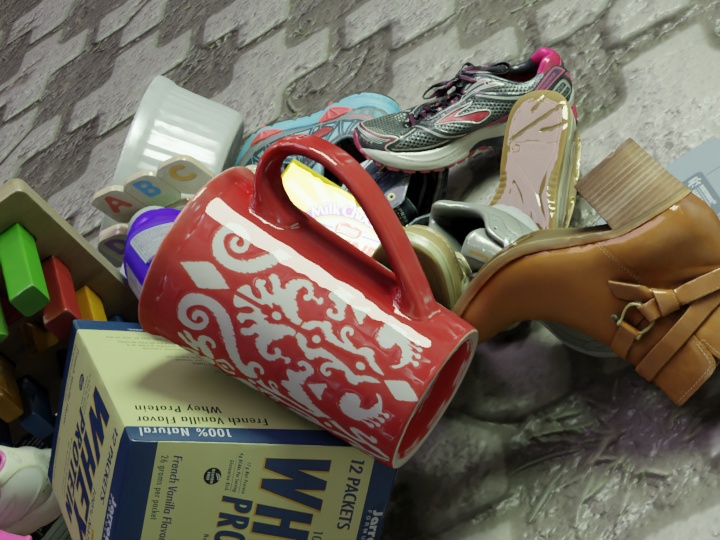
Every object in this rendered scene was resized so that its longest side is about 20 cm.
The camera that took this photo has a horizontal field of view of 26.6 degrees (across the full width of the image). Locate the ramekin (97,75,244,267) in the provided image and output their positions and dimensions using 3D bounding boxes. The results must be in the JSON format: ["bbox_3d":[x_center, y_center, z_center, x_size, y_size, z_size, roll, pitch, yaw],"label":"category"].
[{"bbox_3d":[-0.187,-0.087,1.536,0.200,0.097,0.201,-163,90,-89],"label":"ramekin"}]

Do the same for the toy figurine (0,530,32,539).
[{"bbox_3d":[-0.246,0.257,1.160,0.150,0.184,0.200,-43,30,-3],"label":"toy figurine"}]

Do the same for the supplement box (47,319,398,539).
[{"bbox_3d":[-0.105,0.140,1.106,0.200,0.199,0.135,-135,53,-59],"label":"supplement box"}]

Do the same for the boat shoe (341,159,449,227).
[{"bbox_3d":[0.007,-0.034,1.359,0.091,0.071,0.201,-14,38,44],"label":"boat shoe"}]

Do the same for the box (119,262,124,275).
[{"bbox_3d":[-0.148,0.064,1.328,0.176,0.096,0.201,8,75,55],"label":"box"}]

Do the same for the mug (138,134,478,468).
[{"bbox_3d":[-0.030,0.024,1.009,0.199,0.178,0.134,32,58,15],"label":"mug"}]

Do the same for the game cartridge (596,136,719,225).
[{"bbox_3d":[0.254,-0.016,1.098,0.133,0.040,0.200,-37,31,14],"label":"game cartridge"}]

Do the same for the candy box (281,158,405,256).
[{"bbox_3d":[0.000,0.000,1.237,0.102,0.199,0.026,-55,-9,-25],"label":"candy box"}]

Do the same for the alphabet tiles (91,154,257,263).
[{"bbox_3d":[-0.144,-0.038,1.420,0.199,0.195,0.015,-21,52,30],"label":"alphabet tiles"}]

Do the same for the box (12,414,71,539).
[{"bbox_3d":[-0.315,0.174,1.367,0.200,0.122,0.106,24,68,43],"label":"box"}]

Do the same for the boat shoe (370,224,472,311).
[{"bbox_3d":[0.050,0.015,1.113,0.073,0.201,0.063,23,66,19],"label":"boat shoe"}]

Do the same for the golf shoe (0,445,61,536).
[{"bbox_3d":[-0.325,0.199,1.209,0.200,0.091,0.075,-38,58,10],"label":"golf shoe"}]

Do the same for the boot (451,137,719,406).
[{"bbox_3d":[0.164,0.029,1.017,0.200,0.155,0.077,-42,-5,21],"label":"boot"}]

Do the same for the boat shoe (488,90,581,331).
[{"bbox_3d":[0.140,-0.041,1.223,0.073,0.069,0.201,11,78,32],"label":"boat shoe"}]

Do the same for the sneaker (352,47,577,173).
[{"bbox_3d":[0.089,-0.144,1.347,0.199,0.075,0.081,-15,33,0],"label":"sneaker"}]

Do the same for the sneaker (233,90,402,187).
[{"bbox_3d":[-0.051,-0.106,1.512,0.199,0.079,0.096,-26,36,25],"label":"sneaker"}]

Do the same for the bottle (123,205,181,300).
[{"bbox_3d":[-0.146,-0.006,1.208,0.083,0.066,0.200,-11,18,-17],"label":"bottle"}]

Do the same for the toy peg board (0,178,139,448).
[{"bbox_3d":[-0.276,0.069,1.187,0.200,0.199,0.098,-34,42,8],"label":"toy peg board"}]

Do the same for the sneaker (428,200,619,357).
[{"bbox_3d":[0.122,0.004,1.102,0.200,0.092,0.076,29,101,46],"label":"sneaker"}]
